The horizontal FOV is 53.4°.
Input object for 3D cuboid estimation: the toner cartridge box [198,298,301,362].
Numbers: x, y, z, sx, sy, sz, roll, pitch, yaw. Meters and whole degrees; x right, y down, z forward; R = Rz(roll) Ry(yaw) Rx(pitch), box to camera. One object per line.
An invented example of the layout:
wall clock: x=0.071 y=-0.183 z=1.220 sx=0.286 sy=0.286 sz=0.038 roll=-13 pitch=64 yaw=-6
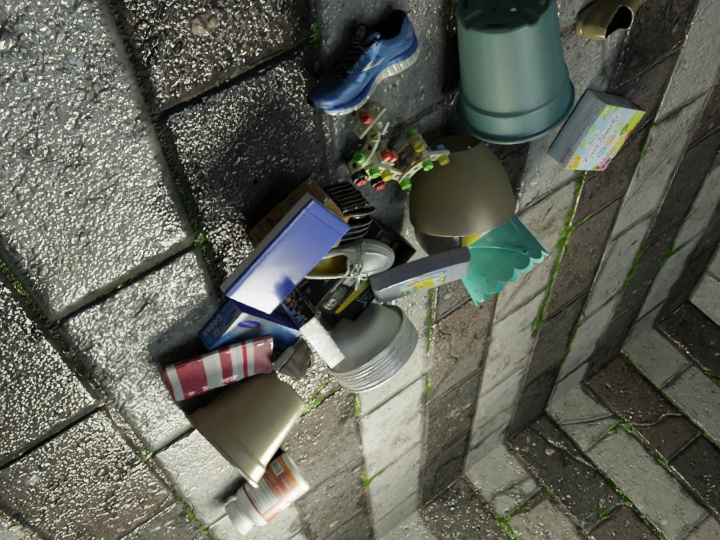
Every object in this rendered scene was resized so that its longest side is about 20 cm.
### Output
toner cartridge box: x=-0.200 y=0.117 z=1.333 sx=0.095 sy=0.043 sz=0.199 roll=-48 pitch=150 yaw=9

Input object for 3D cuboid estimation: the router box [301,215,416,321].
router box: x=0.000 y=0.000 z=1.412 sx=0.200 sy=0.052 sz=0.157 roll=-48 pitch=149 yaw=10

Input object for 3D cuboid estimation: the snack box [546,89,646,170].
snack box: x=0.540 y=-0.315 z=1.638 sx=0.198 sy=0.068 sz=0.170 roll=-6 pitch=135 yaw=-44

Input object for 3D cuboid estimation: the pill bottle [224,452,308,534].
pill bottle: x=-0.236 y=0.562 z=1.794 sx=0.199 sy=0.112 sz=0.113 roll=-37 pitch=150 yaw=-9

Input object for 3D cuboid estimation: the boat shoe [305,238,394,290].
boat shoe: x=-0.022 y=-0.010 z=1.277 sx=0.199 sy=0.086 sz=0.076 roll=2 pitch=118 yaw=-23

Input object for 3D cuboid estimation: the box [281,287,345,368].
box: x=-0.102 y=0.086 z=1.317 sx=0.037 sy=0.137 sz=0.201 roll=-36 pitch=150 yaw=-5

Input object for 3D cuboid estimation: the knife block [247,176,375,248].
knife block: x=-0.072 y=-0.071 z=1.224 sx=0.200 sy=0.064 sz=0.176 roll=-42 pitch=150 yaw=-1

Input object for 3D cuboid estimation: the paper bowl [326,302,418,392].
paper bowl: x=0.013 y=0.148 z=1.501 sx=0.200 sy=0.201 sz=0.105 roll=-40 pitch=113 yaw=-4

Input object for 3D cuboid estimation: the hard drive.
hard drive: x=-0.116 y=-0.023 z=1.144 sx=0.200 sy=0.025 sz=0.132 roll=-46 pitch=150 yaw=7

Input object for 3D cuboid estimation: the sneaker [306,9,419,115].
sneaker: x=-0.003 y=-0.300 z=1.015 sx=0.200 sy=0.078 sz=0.090 roll=-43 pitch=144 yaw=-16

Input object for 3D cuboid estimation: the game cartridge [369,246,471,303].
game cartridge: x=0.116 y=0.010 z=1.383 sx=0.197 sy=0.041 sz=0.134 roll=-18 pitch=161 yaw=1

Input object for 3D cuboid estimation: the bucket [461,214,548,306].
bucket: x=0.300 y=-0.031 z=1.596 sx=0.206 sy=0.136 sz=0.207 roll=-34 pitch=169 yaw=-8

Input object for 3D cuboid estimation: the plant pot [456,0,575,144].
plant pot: x=0.237 y=-0.343 z=1.133 sx=0.199 sy=0.200 sz=0.197 roll=-35 pitch=142 yaw=-11

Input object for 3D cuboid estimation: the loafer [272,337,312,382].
loafer: x=-0.126 y=0.182 z=1.409 sx=0.072 sy=0.063 sz=0.200 roll=-48 pitch=177 yaw=3

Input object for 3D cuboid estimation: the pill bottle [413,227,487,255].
pill bottle: x=0.209 y=-0.110 z=1.452 sx=0.199 sy=0.111 sz=0.112 roll=-32 pitch=150 yaw=-36

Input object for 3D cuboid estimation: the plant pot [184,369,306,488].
plant pot: x=-0.214 y=0.290 z=1.420 sx=0.184 sy=0.200 sz=0.201 roll=-46 pitch=152 yaw=-16

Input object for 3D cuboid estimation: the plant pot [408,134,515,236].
plant pot: x=0.179 y=-0.167 z=1.302 sx=0.199 sy=0.200 sz=0.136 roll=-26 pitch=122 yaw=-26

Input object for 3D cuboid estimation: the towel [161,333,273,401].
towel: x=-0.253 y=0.179 z=1.305 sx=0.197 sy=0.023 sz=0.145 roll=-17 pitch=153 yaw=-15

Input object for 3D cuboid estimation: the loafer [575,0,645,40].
loafer: x=0.497 y=-0.495 z=1.353 sx=0.199 sy=0.068 sz=0.076 roll=-39 pitch=150 yaw=-6

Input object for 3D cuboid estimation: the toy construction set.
toy construction set: x=0.049 y=-0.195 z=1.182 sx=0.130 sy=0.093 sz=0.199 roll=-28 pitch=150 yaw=28
